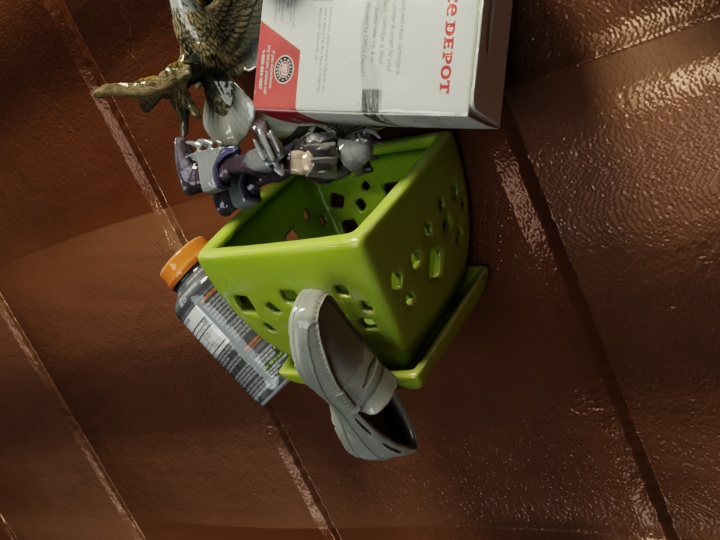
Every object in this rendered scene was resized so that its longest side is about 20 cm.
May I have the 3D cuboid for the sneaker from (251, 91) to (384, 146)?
[{"bbox_3d":[-0.004,-0.156,0.847,0.198,0.076,0.088,2,147,28],"label":"sneaker"}]

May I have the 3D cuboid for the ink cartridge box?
[{"bbox_3d":[0.020,-0.195,0.732,0.198,0.083,0.148,7,92,27],"label":"ink cartridge box"}]

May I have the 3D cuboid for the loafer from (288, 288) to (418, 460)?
[{"bbox_3d":[-0.002,0.091,0.748,0.069,0.070,0.201,0,138,27],"label":"loafer"}]

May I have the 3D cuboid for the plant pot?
[{"bbox_3d":[0.000,0.000,0.850,0.198,0.200,0.183,-5,122,37],"label":"plant pot"}]

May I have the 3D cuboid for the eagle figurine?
[{"bbox_3d":[-0.141,-0.235,0.829,0.151,0.201,0.151,23,147,1],"label":"eagle figurine"}]

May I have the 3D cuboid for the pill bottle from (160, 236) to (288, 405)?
[{"bbox_3d":[-0.147,0.054,1.052,0.200,0.106,0.106,47,135,2],"label":"pill bottle"}]

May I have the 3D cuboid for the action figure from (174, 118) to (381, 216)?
[{"bbox_3d":[-0.069,-0.099,0.781,0.198,0.130,0.070,-8,83,31],"label":"action figure"}]
